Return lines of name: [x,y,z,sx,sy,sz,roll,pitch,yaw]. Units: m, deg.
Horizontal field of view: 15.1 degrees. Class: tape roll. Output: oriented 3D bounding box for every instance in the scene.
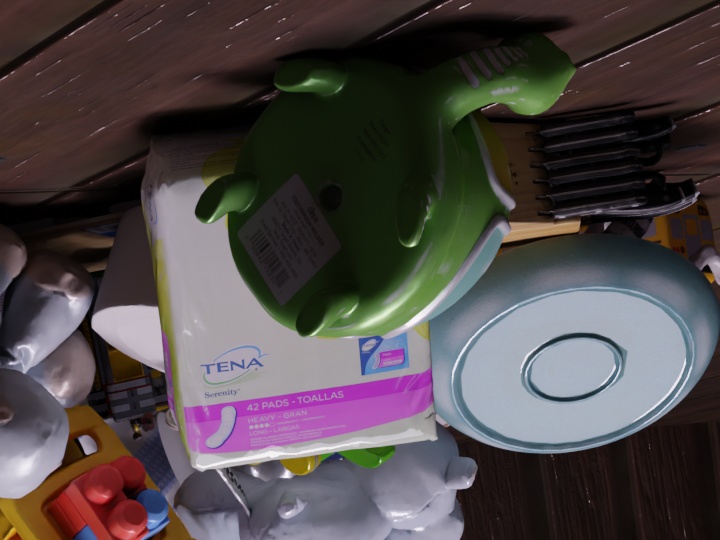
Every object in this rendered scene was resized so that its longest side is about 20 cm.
tape roll: [-0.063,0.027,1.698,0.202,0.071,0.202,13,163,4]

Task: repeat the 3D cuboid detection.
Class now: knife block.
knife block: [0.100,-0.049,1.676,0.175,0.064,0.200,1,169,-41]

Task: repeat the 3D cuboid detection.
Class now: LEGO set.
LEGO set: [-0.142,0.053,1.874,0.154,0.116,0.200,-12,-178,-31]

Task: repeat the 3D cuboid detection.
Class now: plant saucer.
plant saucer: [0.133,0.055,1.728,0.200,0.027,0.200,-6,137,-5]

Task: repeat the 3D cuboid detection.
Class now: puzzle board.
puzzle board: [-0.164,-0.024,1.794,0.200,0.017,0.151,-11,170,23]

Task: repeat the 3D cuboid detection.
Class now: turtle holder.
turtle holder: [0.018,-0.052,1.411,0.141,0.186,0.132,26,-168,34]

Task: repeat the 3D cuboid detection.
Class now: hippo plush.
hippo plush: [-0.018,0.151,1.806,0.161,0.200,0.159,-35,-137,-25]
hippo plush: [-0.257,0.069,1.670,0.200,0.159,0.161,-18,-149,7]

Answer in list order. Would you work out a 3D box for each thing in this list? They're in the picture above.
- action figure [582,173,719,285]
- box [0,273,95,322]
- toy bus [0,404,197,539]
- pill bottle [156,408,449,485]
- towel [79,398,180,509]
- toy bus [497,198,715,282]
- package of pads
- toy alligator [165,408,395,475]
action figure: [0.126,0.004,1.858,0.200,0.105,0.193,33,-133,30]
box: [-0.250,0.069,2.045,0.200,0.105,0.184,-2,170,-29]
toy bus: [-0.199,0.156,1.790,0.136,0.200,0.192,-30,168,-35]
pill bottle: [-0.037,0.095,1.912,0.200,0.111,0.111,-24,177,-17]
towel: [-0.100,0.117,1.963,0.200,0.147,0.024,36,158,3]
toy bus: [0.168,0.002,2.045,0.200,0.078,0.065,-14,170,40]
package of pads: [-0.041,0.011,1.544,0.154,0.200,0.068,-7,-153,-6]
toy alligator: [-0.058,0.083,1.674,0.200,0.054,0.059,8,-151,45]
